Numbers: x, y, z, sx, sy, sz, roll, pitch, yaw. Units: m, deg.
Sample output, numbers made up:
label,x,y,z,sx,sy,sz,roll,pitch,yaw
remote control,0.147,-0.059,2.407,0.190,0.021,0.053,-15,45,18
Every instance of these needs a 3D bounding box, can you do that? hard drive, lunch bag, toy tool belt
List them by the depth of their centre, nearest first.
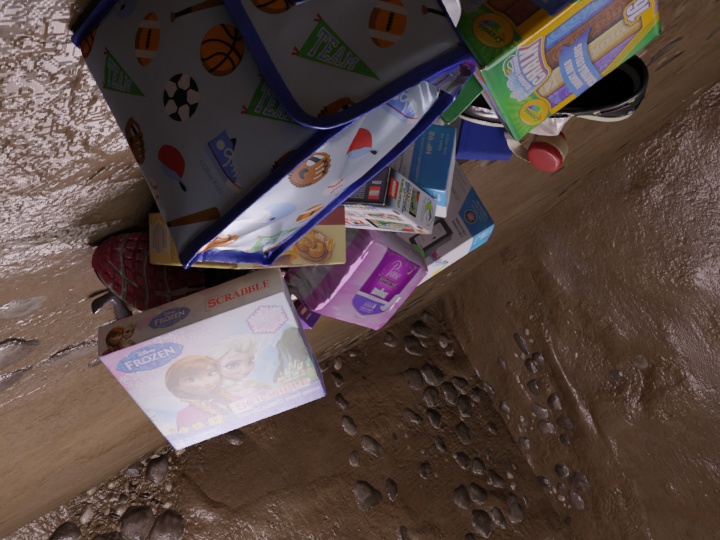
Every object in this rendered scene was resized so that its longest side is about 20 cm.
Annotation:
label,x,y,z,sx,sy,sz,roll,pitch,yaw
lunch bag,-0.051,-0.125,0.385,0.198,0.173,0.123,-34,170,23
toy tool belt,0.230,-0.228,0.775,0.124,0.123,0.201,-56,143,-20
hard drive,0.158,-0.205,0.813,0.198,0.025,0.136,-15,117,-59

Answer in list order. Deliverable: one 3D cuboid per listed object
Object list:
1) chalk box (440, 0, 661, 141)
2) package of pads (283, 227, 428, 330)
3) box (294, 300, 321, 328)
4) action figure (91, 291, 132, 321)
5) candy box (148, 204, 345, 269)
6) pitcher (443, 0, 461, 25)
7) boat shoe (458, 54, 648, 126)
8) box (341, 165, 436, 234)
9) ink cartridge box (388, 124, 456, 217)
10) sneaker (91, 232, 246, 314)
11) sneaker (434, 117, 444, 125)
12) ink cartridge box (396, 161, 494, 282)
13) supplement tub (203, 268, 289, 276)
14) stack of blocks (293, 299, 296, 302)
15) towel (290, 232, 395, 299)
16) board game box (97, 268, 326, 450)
label,x,y,z,sx,sy,sz,roll,pitch,yaw
chalk box,0.138,-0.215,0.577,0.198,0.126,0.123,-35,150,13
package of pads,0.000,0.000,0.821,0.121,0.076,0.199,-49,153,9
box,-0.055,0.005,1.034,0.202,0.039,0.136,-53,-165,-21
action figure,-0.220,0.093,0.845,0.194,0.107,0.194,11,161,19
candy box,-0.115,-0.033,0.633,0.113,0.057,0.197,-4,-175,-38
pitcher,-0.020,-0.148,0.548,0.200,0.122,0.172,-44,176,-2
boat shoe,0.179,-0.185,0.652,0.195,0.076,0.063,4,176,14
box,-0.033,-0.073,0.661,0.195,0.036,0.109,7,172,30
ink cartridge box,0.001,-0.116,0.701,0.194,0.069,0.116,10,174,9
sneaker,-0.209,0.022,0.734,0.073,0.083,0.198,-7,156,39
sneaker,0.074,-0.193,0.781,0.198,0.074,0.101,-8,131,-60
ink cartridge box,0.108,-0.073,1.150,0.197,0.149,0.146,-32,170,0
supplement tub,-0.150,0.005,0.866,0.106,0.109,0.199,-20,165,-46
stack of blocks,-0.132,0.023,1.006,0.200,0.058,0.116,-44,-166,13
towel,-0.014,-0.037,0.883,0.130,0.035,0.202,-2,134,-40
board game box,-0.152,0.104,0.728,0.195,0.042,0.202,-20,137,-3
